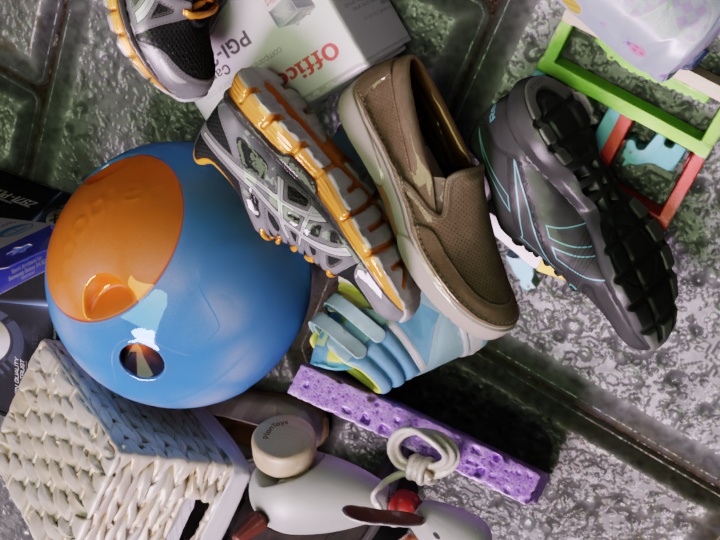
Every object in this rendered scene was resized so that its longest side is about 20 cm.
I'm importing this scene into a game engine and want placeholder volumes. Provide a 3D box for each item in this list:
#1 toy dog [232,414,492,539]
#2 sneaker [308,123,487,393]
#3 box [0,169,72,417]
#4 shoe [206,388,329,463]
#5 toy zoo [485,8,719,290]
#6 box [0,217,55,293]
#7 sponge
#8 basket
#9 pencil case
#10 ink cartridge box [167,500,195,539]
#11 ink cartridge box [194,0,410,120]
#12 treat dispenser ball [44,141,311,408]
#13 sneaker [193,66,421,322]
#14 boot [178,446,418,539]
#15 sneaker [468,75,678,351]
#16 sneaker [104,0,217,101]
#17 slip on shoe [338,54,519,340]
[{"bbox_3d":[-0.014,0.185,0.840,0.199,0.096,0.132,0,128,34],"label":"toy dog"},{"bbox_3d":[0.000,0.000,0.833,0.201,0.130,0.080,61,166,-9],"label":"sneaker"},{"bbox_3d":[-0.306,0.026,1.025,0.163,0.086,0.201,20,120,18],"label":"box"},{"bbox_3d":[-0.126,0.135,1.005,0.199,0.053,0.070,0,112,26],"label":"shoe"},{"bbox_3d":[0.159,-0.067,0.795,0.131,0.020,0.201,30,122,11],"label":"toy zoo"},{"bbox_3d":[-0.337,-0.010,0.901,0.199,0.119,0.042,9,113,23],"label":"box"},{"bbox_3d":[0.049,0.127,0.886,0.199,0.112,0.030,24,86,14],"label":"sponge"},{"bbox_3d":[-0.203,0.157,0.928,0.200,0.123,0.136,38,106,49],"label":"basket"},{"bbox_3d":[0.146,-0.207,0.698,0.200,0.083,0.091,41,83,4],"label":"pencil case"},{"bbox_3d":[-0.207,0.253,1.104,0.199,0.043,0.199,6,115,21],"label":"ink cartridge box"},{"bbox_3d":[-0.080,-0.206,0.811,0.145,0.085,0.200,-26,101,33],"label":"ink cartridge box"},{"bbox_3d":[-0.136,0.003,0.863,0.200,0.201,0.202,10,116,22],"label":"treat dispenser ball"},{"bbox_3d":[-0.033,-0.042,0.776,0.077,0.078,0.200,-40,87,24],"label":"sneaker"},{"bbox_3d":[-0.060,0.206,0.944,0.174,0.200,0.069,20,156,26],"label":"boot"},{"bbox_3d":[0.145,-0.033,0.772,0.079,0.075,0.201,-28,92,47],"label":"sneaker"},{"bbox_3d":[-0.120,-0.208,0.727,0.077,0.078,0.201,-2,111,19],"label":"sneaker"},{"bbox_3d":[0.058,-0.050,0.764,0.060,0.076,0.201,-31,83,38],"label":"slip on shoe"}]
